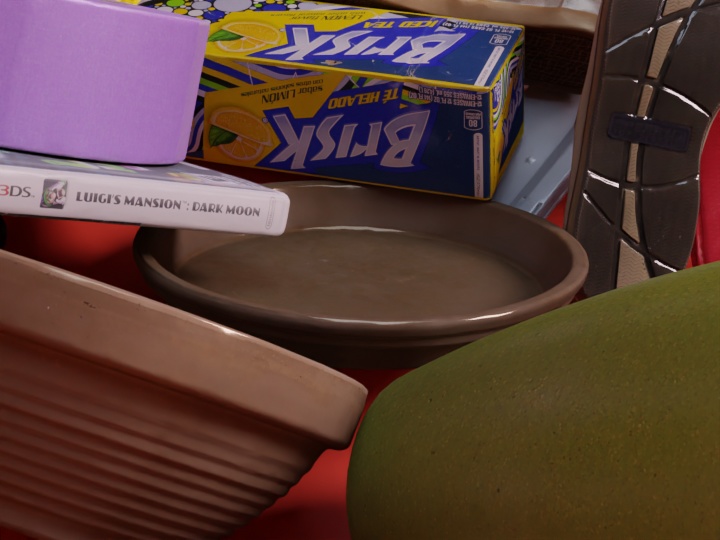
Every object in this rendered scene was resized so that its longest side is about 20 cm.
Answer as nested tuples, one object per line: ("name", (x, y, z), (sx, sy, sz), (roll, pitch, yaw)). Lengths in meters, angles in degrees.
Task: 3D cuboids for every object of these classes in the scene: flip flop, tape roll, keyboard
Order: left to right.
("tape roll", (-0.170, -0.097, 0.812), (0.200, 0.066, 0.200), (11, 7, -1))
("keyboard", (0.118, -0.096, 0.944), (0.056, 0.011, 0.200), (26, 66, 36))
("flip flop", (0.137, -0.076, 0.877), (0.081, 0.200, 0.058), (13, 0, -12))

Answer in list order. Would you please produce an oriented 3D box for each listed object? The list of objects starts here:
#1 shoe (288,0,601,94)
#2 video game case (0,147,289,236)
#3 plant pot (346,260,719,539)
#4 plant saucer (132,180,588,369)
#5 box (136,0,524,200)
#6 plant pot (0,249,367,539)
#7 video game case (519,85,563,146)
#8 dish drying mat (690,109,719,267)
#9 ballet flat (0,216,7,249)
("shoe", (0.044, -0.134, 0.946), (0.200, 0.070, 0.053), (12, 60, 13))
("video game case", (-0.161, -0.051, 0.805), (0.182, 0.023, 0.200), (3, 12, -46))
("plant pot", (0.100, 0.083, 0.664), (0.200, 0.187, 0.187), (-2, 29, 41))
("plant saucer", (0.000, 0.000, 0.817), (0.200, 0.030, 0.200), (2, 19, -1))
("box", (-0.022, -0.090, 0.916), (0.200, 0.064, 0.070), (8, 36, 17))
("plant pot", (-0.105, 0.056, 0.706), (0.201, 0.201, 0.093), (18, 83, 14))
("video game case", (0.054, -0.135, 1.029), (0.200, 0.023, 0.182), (17, 42, 14))
("dish drying mat", (0.187, -0.075, 0.891), (0.077, 0.018, 0.200), (-15, 63, 26))
("ballet flat", (-0.256, -0.015, 0.823), (0.200, 0.073, 0.073), (-12, 44, -19))
